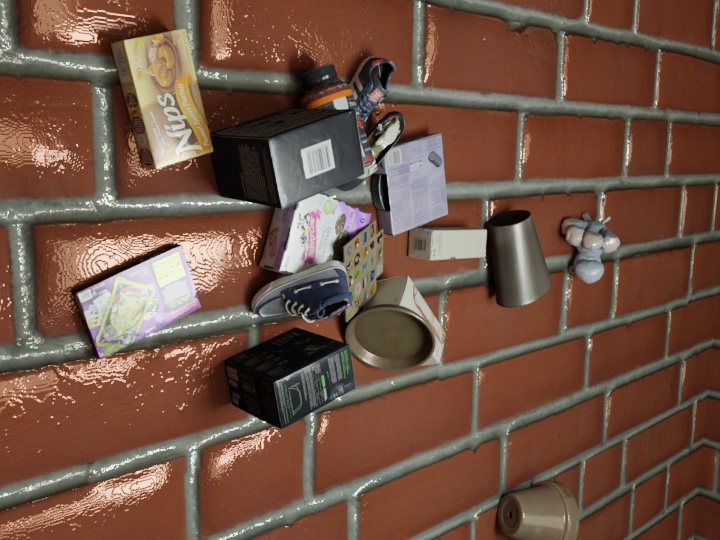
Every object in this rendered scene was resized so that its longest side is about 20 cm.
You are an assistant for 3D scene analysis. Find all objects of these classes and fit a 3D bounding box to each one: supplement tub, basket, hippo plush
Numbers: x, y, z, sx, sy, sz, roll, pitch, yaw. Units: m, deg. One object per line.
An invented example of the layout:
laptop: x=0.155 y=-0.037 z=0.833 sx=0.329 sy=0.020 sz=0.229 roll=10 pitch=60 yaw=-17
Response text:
supplement tub: x=-0.051 y=-0.284 z=1.416 sx=0.106 sy=0.106 sz=0.205 roll=-26 pitch=100 yaw=-36
basket: x=0.397 y=-0.038 z=1.883 sx=0.179 sy=0.134 sz=0.205 roll=-33 pitch=115 yaw=-38
hippo plush: x=0.638 y=-0.057 z=2.123 sx=0.201 sy=0.155 sz=0.165 roll=-76 pitch=176 yaw=-64

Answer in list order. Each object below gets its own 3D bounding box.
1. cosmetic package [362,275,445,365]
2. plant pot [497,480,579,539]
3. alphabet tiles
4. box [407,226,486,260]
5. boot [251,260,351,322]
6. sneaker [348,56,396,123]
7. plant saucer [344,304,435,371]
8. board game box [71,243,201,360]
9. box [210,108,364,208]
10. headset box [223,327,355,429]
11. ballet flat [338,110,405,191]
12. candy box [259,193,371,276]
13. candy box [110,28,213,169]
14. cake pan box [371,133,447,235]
cosmetic package: x=0.100 y=0.115 z=1.637 sx=0.201 sy=0.101 sz=0.089 roll=56 pitch=40 yaw=-36
plant pot: x=0.484 y=0.688 z=2.075 sx=0.171 sy=0.199 sz=0.206 roll=13 pitch=89 yaw=-26
alphabet tiles: x=0.000 y=0.000 z=1.510 sx=0.200 sy=0.006 sz=0.171 roll=-42 pitch=138 yaw=-50
box: x=0.204 y=-0.065 z=1.728 sx=0.196 sy=0.081 sz=0.071 roll=-3 pitch=99 yaw=-41
boot: x=-0.112 y=0.059 z=1.378 sx=0.196 sy=0.092 sz=0.073 roll=-26 pitch=141 yaw=11
sneaker: x=0.010 y=-0.342 z=1.491 sx=0.074 sy=0.083 sz=0.205 roll=31 pitch=77 yaw=-41
plant saucer: x=0.064 y=0.141 z=1.579 sx=0.202 sy=0.196 sz=0.030 roll=55 pitch=30 yaw=-34
board game box: x=-0.371 y=0.049 z=1.246 sx=0.198 sy=0.032 sz=0.123 roll=-29 pitch=112 yaw=-35
box: x=-0.130 y=-0.204 z=1.308 sx=0.197 sy=0.196 sz=0.127 roll=-26 pitch=117 yaw=-36
headset box: x=-0.128 y=0.194 z=1.402 sx=0.197 sy=0.172 sz=0.095 roll=-23 pitch=112 yaw=-39
ballet flat: x=0.023 y=-0.243 z=1.502 sx=0.201 sy=0.073 sz=0.073 roll=-49 pitch=128 yaw=-5
candy box: x=-0.086 y=-0.061 z=1.461 sx=0.197 sy=0.071 sz=0.172 roll=18 pitch=86 yaw=-44
candy box: x=-0.321 y=-0.280 z=1.212 sx=0.114 sy=0.055 sz=0.205 roll=-25 pitch=115 yaw=-37
cake pan box: x=0.109 y=-0.192 z=1.636 sx=0.197 sy=0.052 sz=0.189 roll=-23 pitch=111 yaw=-38
